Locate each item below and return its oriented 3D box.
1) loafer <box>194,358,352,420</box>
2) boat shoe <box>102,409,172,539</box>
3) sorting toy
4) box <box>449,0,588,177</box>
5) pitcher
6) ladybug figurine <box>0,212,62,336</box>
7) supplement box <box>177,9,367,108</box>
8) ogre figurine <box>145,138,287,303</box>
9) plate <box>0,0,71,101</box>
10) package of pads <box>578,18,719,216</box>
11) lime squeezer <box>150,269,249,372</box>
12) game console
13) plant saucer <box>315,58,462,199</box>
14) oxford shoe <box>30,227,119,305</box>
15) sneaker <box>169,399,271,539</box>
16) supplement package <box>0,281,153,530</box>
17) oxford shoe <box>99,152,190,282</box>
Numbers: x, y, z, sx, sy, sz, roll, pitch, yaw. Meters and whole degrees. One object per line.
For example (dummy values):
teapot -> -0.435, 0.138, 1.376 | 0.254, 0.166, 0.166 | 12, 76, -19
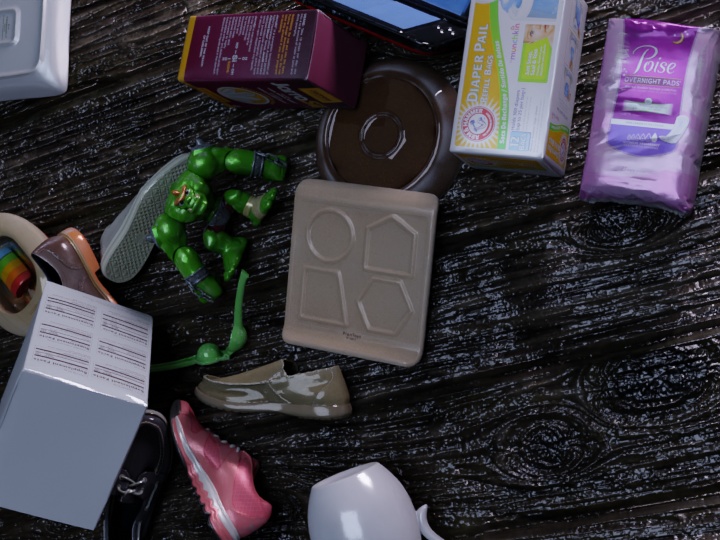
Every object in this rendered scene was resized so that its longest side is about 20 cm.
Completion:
loafer -> -0.103, 0.139, 1.316 | 0.198, 0.076, 0.068 | 4, 85, 14
boat shoe -> -0.277, 0.271, 1.352 | 0.072, 0.063, 0.201 | 13, 108, -12
sorting toy -> 0.000, 0.000, 1.296 | 0.184, 0.036, 0.202 | 9, 94, 24
box -> 0.177, -0.214, 1.215 | 0.112, 0.101, 0.202 | 6, 86, 24
pitcher -> 0.040, 0.313, 1.218 | 0.170, 0.121, 0.201 | -21, 86, -1
ladybug figurine -> -0.456, 0.004, 1.480 | 0.136, 0.072, 0.200 | -48, 66, 16
supplement box -> -0.107, -0.252, 1.322 | 0.199, 0.110, 0.086 | 6, 82, 33
ogre figurine -> -0.184, -0.071, 1.354 | 0.119, 0.098, 0.201 | 28, 111, -10
plate -> -0.504, -0.344, 1.566 | 0.198, 0.032, 0.201 | -2, 84, 24
package of pads -> 0.310, -0.163, 1.166 | 0.120, 0.076, 0.202 | 10, 88, 21
lime squeezer -> -0.188, 0.088, 1.362 | 0.200, 0.070, 0.038 | -41, 34, 20
game console -> 0.050, -0.350, 1.283 | 0.199, 0.172, 0.119 | 27, 121, 24
plant saucer -> 0.030, -0.160, 1.313 | 0.199, 0.032, 0.202 | -3, 82, 24
oxford shoe -> -0.358, 0.050, 1.408 | 0.071, 0.073, 0.201 | -20, 99, 51
sneaker -> -0.172, 0.241, 1.346 | 0.086, 0.074, 0.201 | -22, 63, -15
supplement package -> -0.348, 0.159, 1.306 | 0.146, 0.200, 0.192 | 20, 113, -18
oxford shoe -> -0.275, -0.075, 1.419 | 0.200, 0.075, 0.058 | -52, 40, 9
